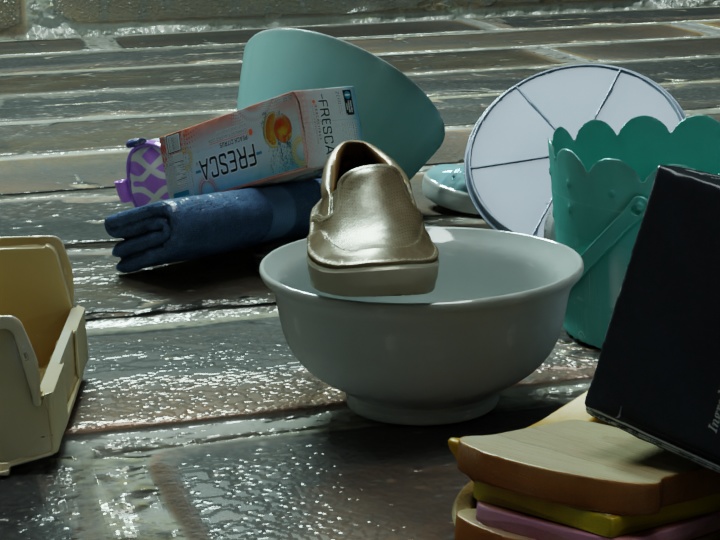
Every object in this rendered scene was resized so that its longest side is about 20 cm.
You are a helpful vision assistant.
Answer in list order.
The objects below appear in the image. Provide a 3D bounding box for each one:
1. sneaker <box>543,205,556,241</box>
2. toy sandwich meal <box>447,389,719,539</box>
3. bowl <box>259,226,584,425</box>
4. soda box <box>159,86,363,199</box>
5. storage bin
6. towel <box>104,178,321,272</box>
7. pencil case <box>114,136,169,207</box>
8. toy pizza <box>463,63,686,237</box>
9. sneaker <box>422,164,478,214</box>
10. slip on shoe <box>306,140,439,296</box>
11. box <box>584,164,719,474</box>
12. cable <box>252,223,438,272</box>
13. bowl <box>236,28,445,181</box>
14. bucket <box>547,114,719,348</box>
[{"bbox_3d":[0.248,-0.030,1.320,0.197,0.076,0.115,-1,11,-14],"label":"sneaker"},{"bbox_3d":[0.130,0.101,0.819,0.202,0.071,0.205,-1,14,0],"label":"toy sandwich meal"},{"bbox_3d":[0.038,0.037,1.043,0.198,0.092,0.201,-2,13,0],"label":"bowl"},{"bbox_3d":[-0.084,-0.100,1.415,0.068,0.064,0.199,-10,0,-39],"label":"soda box"},{"bbox_3d":[-0.272,0.048,1.022,0.196,0.095,0.200,-2,14,-3],"label":"storage bin"},{"bbox_3d":[-0.103,-0.039,1.409,0.199,0.049,0.111,-10,-2,-41],"label":"towel"},{"bbox_3d":[-0.135,-0.094,1.617,0.085,0.085,0.199,-20,-4,43],"label":"pencil case"},{"bbox_3d":[0.188,-0.093,1.470,0.198,0.032,0.202,-7,56,10],"label":"toy pizza"},{"bbox_3d":[0.142,-0.093,1.567,0.198,0.083,0.074,10,17,37],"label":"sneaker"},{"bbox_3d":[0.006,-0.031,1.003,0.075,0.061,0.200,-1,14,0],"label":"slip on shoe"},{"bbox_3d":[0.242,0.043,0.780,0.195,0.125,0.199,21,10,34],"label":"box"},{"bbox_3d":[0.000,0.000,1.338,0.198,0.051,0.097,-9,17,24],"label":"cable"},{"bbox_3d":[-0.035,-0.115,1.526,0.199,0.106,0.201,22,-21,9],"label":"bowl"},{"bbox_3d":[0.225,-0.027,1.186,0.204,0.137,0.207,0,14,0],"label":"bucket"}]
